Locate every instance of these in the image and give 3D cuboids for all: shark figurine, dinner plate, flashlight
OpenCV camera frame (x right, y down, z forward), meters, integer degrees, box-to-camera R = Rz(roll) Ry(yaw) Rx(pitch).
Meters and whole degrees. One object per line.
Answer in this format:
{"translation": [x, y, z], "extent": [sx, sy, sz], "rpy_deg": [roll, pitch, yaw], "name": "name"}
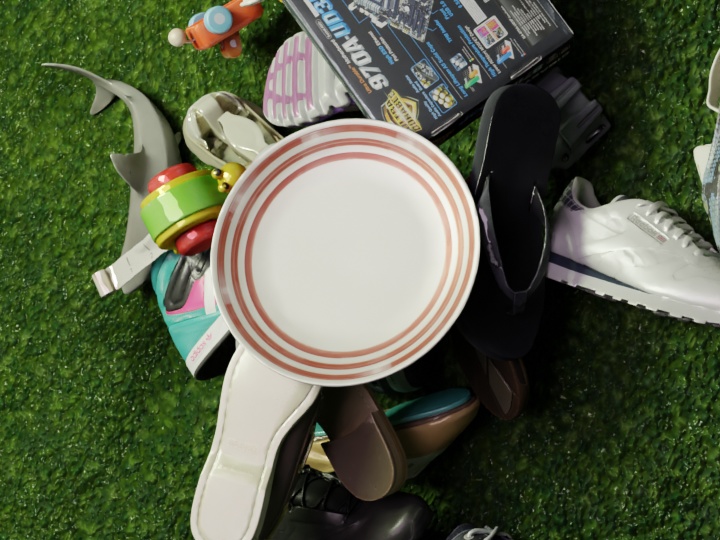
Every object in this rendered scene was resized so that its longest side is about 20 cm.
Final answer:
{"translation": [-0.197, -0.103, 1.895], "extent": [0.128, 0.089, 0.215], "rpy_deg": [-28, 69, 29], "name": "shark figurine"}
{"translation": [-0.010, -0.012, 1.584], "extent": [0.200, 0.024, 0.200], "rpy_deg": [-4, 74, 14], "name": "dinner plate"}
{"translation": [0.089, -0.068, 1.634], "extent": [0.200, 0.068, 0.068], "rpy_deg": [-45, 56, -6], "name": "flashlight"}

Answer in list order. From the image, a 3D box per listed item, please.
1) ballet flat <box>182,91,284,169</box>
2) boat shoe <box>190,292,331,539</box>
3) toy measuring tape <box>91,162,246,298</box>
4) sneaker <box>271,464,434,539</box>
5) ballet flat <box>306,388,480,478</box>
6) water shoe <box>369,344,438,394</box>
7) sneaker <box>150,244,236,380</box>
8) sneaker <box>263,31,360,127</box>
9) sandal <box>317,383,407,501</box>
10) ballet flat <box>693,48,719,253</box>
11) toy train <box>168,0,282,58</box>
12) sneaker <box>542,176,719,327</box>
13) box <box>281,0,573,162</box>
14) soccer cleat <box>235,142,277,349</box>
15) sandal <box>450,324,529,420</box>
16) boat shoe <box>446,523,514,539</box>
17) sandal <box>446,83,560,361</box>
{"translation": [-0.103, -0.112, 1.805], "extent": [0.200, 0.069, 0.069], "rpy_deg": [40, 108, 52], "name": "ballet flat"}
{"translation": [-0.066, 0.113, 1.616], "extent": [0.072, 0.060, 0.200], "rpy_deg": [18, 88, 19], "name": "boat shoe"}
{"translation": [-0.164, -0.030, 1.759], "extent": [0.200, 0.074, 0.074], "rpy_deg": [-34, 64, 34], "name": "toy measuring tape"}
{"translation": [-0.030, 0.188, 1.690], "extent": [0.200, 0.091, 0.076], "rpy_deg": [-11, 31, 45], "name": "sneaker"}
{"translation": [0.018, 0.136, 1.718], "extent": [0.200, 0.069, 0.063], "rpy_deg": [-12, 104, 38], "name": "ballet flat"}
{"translation": [0.000, 0.000, 1.712], "extent": [0.079, 0.071, 0.200], "rpy_deg": [-9, 92, 37], "name": "water shoe"}
{"translation": [-0.102, -0.018, 1.814], "extent": [0.200, 0.084, 0.121], "rpy_deg": [-47, 68, 23], "name": "sneaker"}
{"translation": [0.006, -0.153, 1.749], "extent": [0.200, 0.088, 0.081], "rpy_deg": [-15, 66, 44], "name": "sneaker"}
{"translation": [-0.012, 0.068, 1.660], "extent": [0.078, 0.070, 0.212], "rpy_deg": [-27, 83, 33], "name": "sandal"}
{"translation": [0.270, -0.100, 1.554], "extent": [0.074, 0.074, 0.200], "rpy_deg": [10, 83, 38], "name": "ballet flat"}
{"translation": [-0.064, -0.211, 1.775], "extent": [0.056, 0.150, 0.200], "rpy_deg": [60, 162, -10], "name": "toy train"}
{"translation": [0.213, -0.009, 1.576], "extent": [0.200, 0.076, 0.081], "rpy_deg": [20, 89, 37], "name": "sneaker"}
{"translation": [0.038, -0.201, 1.635], "extent": [0.159, 0.046, 0.200], "rpy_deg": [-36, 81, -1], "name": "box"}
{"translation": [-0.059, 0.004, 1.699], "extent": [0.070, 0.086, 0.200], "rpy_deg": [2, 108, -4], "name": "soccer cleat"}
{"translation": [0.094, 0.021, 1.673], "extent": [0.082, 0.055, 0.200], "rpy_deg": [96, 157, -46], "name": "sandal"}
{"translation": [0.089, 0.220, 1.639], "extent": [0.200, 0.072, 0.068], "rpy_deg": [-18, 73, 42], "name": "boat shoe"}
{"translation": [0.106, -0.035, 1.579], "extent": [0.043, 0.076, 0.200], "rpy_deg": [-175, 89, -65], "name": "sandal"}
